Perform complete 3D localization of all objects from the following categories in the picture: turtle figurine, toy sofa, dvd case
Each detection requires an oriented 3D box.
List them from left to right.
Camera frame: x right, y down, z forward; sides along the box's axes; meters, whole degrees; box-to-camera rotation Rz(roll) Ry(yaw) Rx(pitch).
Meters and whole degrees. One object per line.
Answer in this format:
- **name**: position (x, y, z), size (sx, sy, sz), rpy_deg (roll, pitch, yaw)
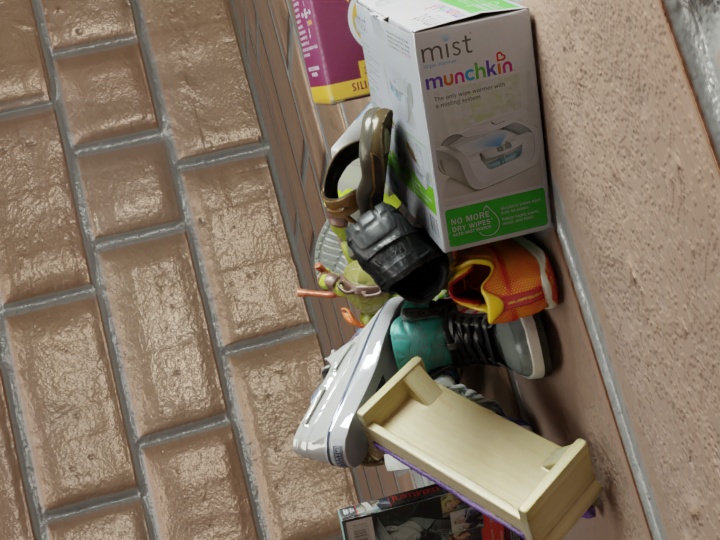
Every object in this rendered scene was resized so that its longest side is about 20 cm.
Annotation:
- **turtle figurine**: position (0.000, 0.000, 1.139), size (0.200, 0.064, 0.161), rpy_deg (14, 126, 34)
- **dvd case**: position (0.085, 0.276, 1.134), size (0.022, 0.200, 0.146), rpy_deg (-118, 16, -60)
- **toy sofa**: position (0.099, 0.163, 0.947), size (0.200, 0.083, 0.098), rpy_deg (25, 146, 40)

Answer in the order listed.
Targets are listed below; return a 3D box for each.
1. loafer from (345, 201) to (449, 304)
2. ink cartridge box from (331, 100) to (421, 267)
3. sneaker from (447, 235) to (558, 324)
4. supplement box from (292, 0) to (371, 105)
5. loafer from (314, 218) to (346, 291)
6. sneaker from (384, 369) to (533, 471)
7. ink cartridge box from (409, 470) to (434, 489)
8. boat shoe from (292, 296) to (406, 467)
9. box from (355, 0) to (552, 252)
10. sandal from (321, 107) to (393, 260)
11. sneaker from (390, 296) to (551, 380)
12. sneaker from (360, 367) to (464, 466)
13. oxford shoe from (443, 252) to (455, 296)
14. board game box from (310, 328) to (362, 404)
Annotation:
- **loafer**: position (0.041, -0.001, 0.952), size (0.070, 0.068, 0.201), rpy_deg (57, -172, 17)
- **ink cartridge box**: position (0.032, -0.075, 1.198), size (0.115, 0.068, 0.200), rpy_deg (-53, -30, -39)
- **sneaker**: position (0.105, -0.006, 0.968), size (0.200, 0.077, 0.073), rpy_deg (-132, 27, -77)
- **supplement box**: position (0.005, -0.264, 1.039), size (0.103, 0.131, 0.200), rpy_deg (-144, 40, -76)
- **loafer**: position (0.011, -0.064, 1.319), size (0.070, 0.075, 0.200), rpy_deg (14, -79, -61)
- **sneaker**: position (0.086, 0.124, 1.141), size (0.200, 0.081, 0.147), rpy_deg (-21, 71, 49)
- **ink cartridge box**: position (0.119, 0.258, 1.284), size (0.200, 0.083, 0.147), rpy_deg (108, 147, -73)
- **boat shoe**: position (-0.005, 0.095, 1.043), size (0.200, 0.065, 0.074), rpy_deg (-59, -36, -46)
- **box**: position (0.070, -0.135, 0.917), size (0.200, 0.097, 0.177), rpy_deg (-122, 20, -67)
- **sandal**: position (-0.006, -0.073, 0.947), size (0.200, 0.055, 0.082), rpy_deg (97, 178, -70)
- **sneaker**: position (0.091, 0.063, 1.016), size (0.200, 0.121, 0.084), rpy_deg (-151, 47, -79)
- **sneaker**: position (0.060, 0.145, 1.298), size (0.200, 0.067, 0.090), rpy_deg (-50, 5, 35)
- **oxford shoe**: position (0.078, 0.021, 1.179), size (0.200, 0.084, 0.073), rpy_deg (92, 165, -57)
- **board game box**: position (-0.002, 0.120, 1.328), size (0.062, 0.200, 0.200), rpy_deg (37, 146, 0)
